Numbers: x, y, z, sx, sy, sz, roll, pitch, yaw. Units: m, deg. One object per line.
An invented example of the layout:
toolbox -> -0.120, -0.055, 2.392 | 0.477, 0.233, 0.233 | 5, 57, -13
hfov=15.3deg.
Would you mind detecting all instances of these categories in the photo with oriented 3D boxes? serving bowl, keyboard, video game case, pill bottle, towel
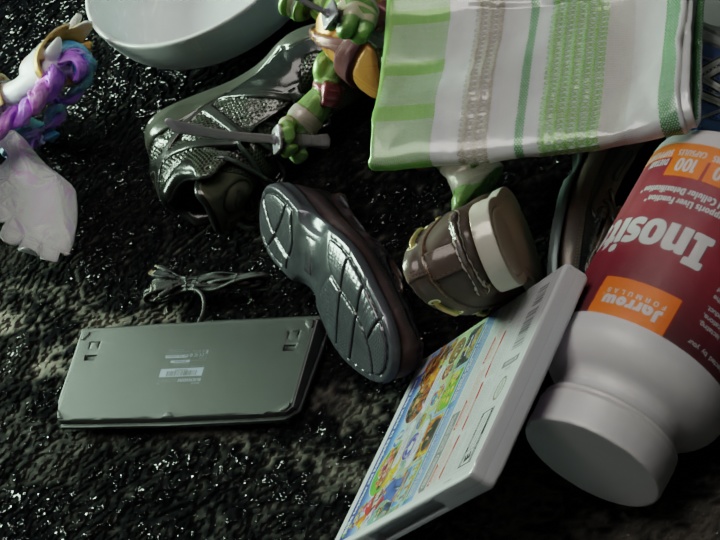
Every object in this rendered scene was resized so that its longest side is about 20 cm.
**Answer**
serving bowl -> -0.102, -0.220, 1.990 | 0.199, 0.066, 0.201 | -20, 44, 20
keyboard -> -0.108, 0.050, 1.781 | 0.199, 0.021, 0.127 | -3, 57, 32
video game case -> 0.055, 0.086, 1.551 | 0.144, 0.018, 0.200 | -64, 13, -27
pill bottle -> 0.176, 0.028, 1.528 | 0.113, 0.113, 0.200 | 10, 59, 40
towel -> 0.104, -0.131, 1.595 | 0.199, 0.031, 0.150 | -6, 52, 18

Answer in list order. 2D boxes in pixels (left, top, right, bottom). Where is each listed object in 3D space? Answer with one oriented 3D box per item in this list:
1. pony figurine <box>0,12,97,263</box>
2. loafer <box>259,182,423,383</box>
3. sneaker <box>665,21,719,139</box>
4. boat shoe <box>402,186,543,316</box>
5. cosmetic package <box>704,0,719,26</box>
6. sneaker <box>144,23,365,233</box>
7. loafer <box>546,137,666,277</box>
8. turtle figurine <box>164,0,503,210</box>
pony figurine -> -0.283, -0.092, 1.955 | 0.200, 0.167, 0.193 | -26, 32, 36
loafer -> 0.000, 0.000, 1.717 | 0.063, 0.072, 0.200 | -7, 34, -26
sneaker -> 0.197, -0.109, 1.631 | 0.199, 0.076, 0.077 | 2, 64, 4
boat shoe -> 0.069, -0.007, 1.595 | 0.059, 0.200, 0.072 | -21, 88, 10
cosmetic package -> 0.238, -0.232, 1.651 | 0.113, 0.200, 0.081 | -10, 29, 35
sneaker -> -0.058, -0.092, 1.837 | 0.199, 0.076, 0.114 | -27, 44, 17
loafer -> 0.156, -0.033, 1.636 | 0.063, 0.072, 0.200 | -5, 47, 20
turtle figurine -> -0.008, -0.108, 1.717 | 0.194, 0.200, 0.144 | 37, 114, 15
